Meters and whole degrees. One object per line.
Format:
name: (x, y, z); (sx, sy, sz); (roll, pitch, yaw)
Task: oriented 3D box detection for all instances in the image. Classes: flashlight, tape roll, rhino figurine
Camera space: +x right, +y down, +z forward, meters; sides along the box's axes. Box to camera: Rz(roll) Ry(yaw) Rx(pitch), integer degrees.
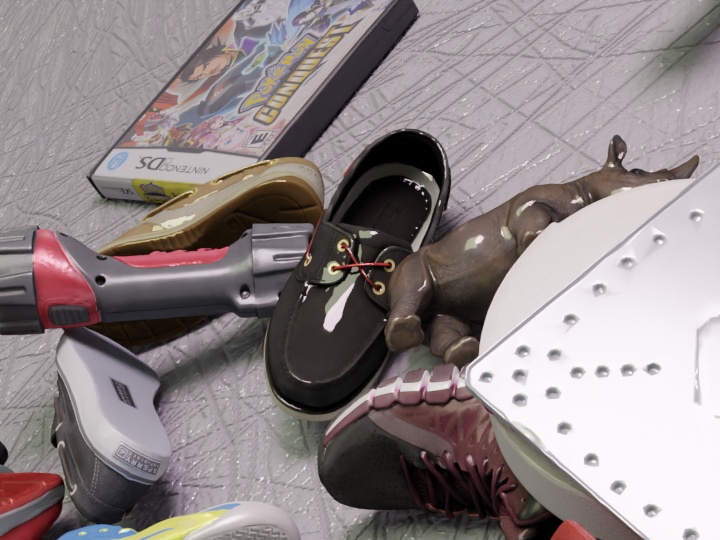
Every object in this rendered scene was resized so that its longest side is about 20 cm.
flashlight: (-0.125, 0.000, 1.477); (0.198, 0.068, 0.068); (-6, 6, 0)
tape roll: (0.156, 0.041, 1.160); (0.201, 0.037, 0.204); (-8, 50, 9)
rhino figurine: (0.099, -0.015, 1.344); (0.199, 0.060, 0.088); (-31, 20, 3)

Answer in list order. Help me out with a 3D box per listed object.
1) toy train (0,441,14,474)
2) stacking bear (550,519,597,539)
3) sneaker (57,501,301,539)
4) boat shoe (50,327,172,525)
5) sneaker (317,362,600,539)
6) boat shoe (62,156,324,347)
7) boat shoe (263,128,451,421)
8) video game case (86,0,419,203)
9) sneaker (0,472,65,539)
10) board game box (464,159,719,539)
toy train: (-0.276, 0.157, 1.434); (0.085, 0.114, 0.201); (-9, 40, 37)
stacking bear: (0.054, 0.213, 1.037); (0.200, 0.114, 0.121); (-43, 31, -3)
sneaker: (-0.122, 0.159, 1.314); (0.199, 0.076, 0.105); (-29, 31, 14)
boat shoe: (-0.156, 0.095, 1.453); (0.066, 0.070, 0.200); (-58, 23, 10)
sneaker: (0.060, 0.105, 1.208); (0.199, 0.076, 0.116); (-19, 37, 25)
boat shoe: (-0.105, -0.012, 1.548); (0.199, 0.074, 0.066); (-22, 20, 20)
boat shoe: (-0.003, -0.001, 1.406); (0.073, 0.063, 0.202); (21, 51, 7)
video game case: (-0.077, -0.123, 1.705); (0.180, 0.026, 0.200); (6, 51, 50)
sneaker: (-0.228, 0.192, 1.374); (0.078, 0.116, 0.200); (-1, 14, 30)
board game box: (0.183, 0.049, 1.104); (0.200, 0.026, 0.200); (-38, 53, -16)
